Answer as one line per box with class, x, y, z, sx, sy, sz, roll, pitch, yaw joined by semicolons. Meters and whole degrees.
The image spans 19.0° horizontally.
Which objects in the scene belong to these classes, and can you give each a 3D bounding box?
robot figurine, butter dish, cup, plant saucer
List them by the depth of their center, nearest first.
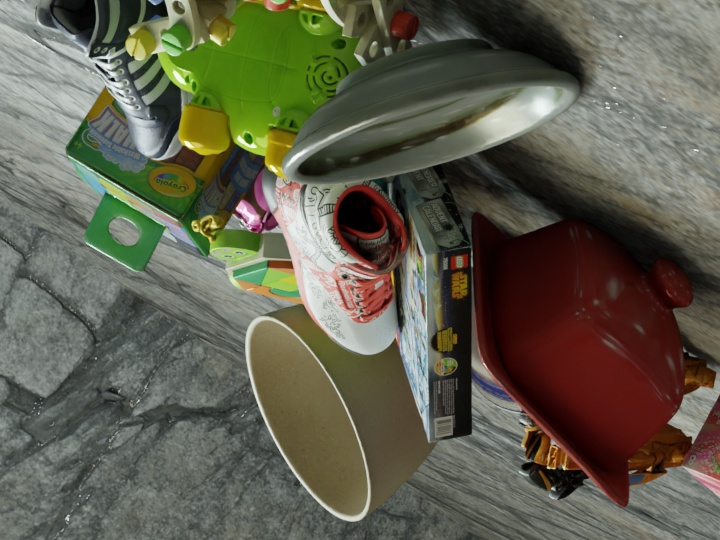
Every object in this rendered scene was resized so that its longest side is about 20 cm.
plant saucer;0.040;-0.108;1.390;0.200;0.199;0.051;111;143;-80
butter dish;0.189;0.041;1.664;0.199;0.147;0.201;46;-155;-28
robot figurine;0.216;0.123;1.836;0.199;0.146;0.058;-2;-167;-41
cup;0.009;0.104;1.934;0.200;0.143;0.201;47;151;36

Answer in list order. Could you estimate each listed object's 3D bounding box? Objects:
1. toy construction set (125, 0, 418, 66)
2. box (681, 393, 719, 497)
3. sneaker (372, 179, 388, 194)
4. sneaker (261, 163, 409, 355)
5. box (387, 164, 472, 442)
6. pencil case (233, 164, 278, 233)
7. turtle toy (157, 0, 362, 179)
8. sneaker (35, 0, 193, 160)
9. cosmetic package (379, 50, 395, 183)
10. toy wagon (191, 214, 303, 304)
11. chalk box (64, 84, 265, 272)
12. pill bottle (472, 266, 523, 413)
toy construction set;-0.062;-0.182;1.375;0.199;0.092;0.132;10;128;16
box;0.388;0.175;1.826;0.200;0.095;0.103;20;166;49
sneaker;0.011;-0.068;1.754;0.072;0.080;0.200;61;-179;30
sneaker;-0.001;0.000;1.653;0.108;0.067;0.202;26;147;51
box;0.054;0.015;1.678;0.137;0.040;0.201;-108;12;-46
pencil case;-0.151;-0.114;2.041;0.199;0.094;0.091;30;171;11
turtle toy;-0.067;-0.147;1.505;0.199;0.147;0.101;17;-173;31
sneaker;-0.180;-0.156;1.590;0.070;0.108;0.201;31;134;31
cosmetic package;-0.053;-0.147;1.636;0.199;0.073;0.104;23;166;37
toy wagon;-0.051;-0.005;1.796;0.199;0.040;0.155;13;164;-31
chalk box;-0.162;-0.099;1.823;0.124;0.201;0.124;29;170;12
pill bottle;0.148;0.063;1.931;0.119;0.120;0.200;29;170;15
